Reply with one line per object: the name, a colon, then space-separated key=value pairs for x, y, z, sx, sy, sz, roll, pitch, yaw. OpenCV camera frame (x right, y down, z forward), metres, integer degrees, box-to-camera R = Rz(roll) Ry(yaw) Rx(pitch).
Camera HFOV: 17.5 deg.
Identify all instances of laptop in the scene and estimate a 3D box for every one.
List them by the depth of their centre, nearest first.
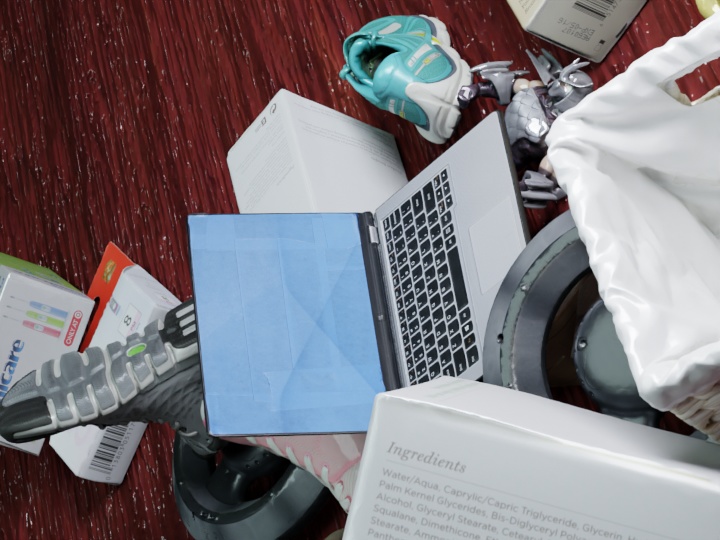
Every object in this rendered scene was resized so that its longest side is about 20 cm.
laptop: x=0.000 y=0.000 z=1.499 sx=0.200 sy=0.116 sz=0.188 roll=-39 pitch=42 yaw=32

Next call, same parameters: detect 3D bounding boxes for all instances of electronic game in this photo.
electronic game: x=0.164 y=0.048 z=1.371 sx=0.199 sy=0.042 sz=0.201 roll=-7 pitch=74 yaw=26
electronic game: x=-0.071 y=0.115 z=1.737 sx=0.200 sy=0.042 sz=0.201 roll=-26 pitch=52 yaw=38

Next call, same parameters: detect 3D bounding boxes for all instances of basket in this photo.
basket: x=0.234 y=-0.024 z=1.209 sx=0.198 sy=0.161 sz=0.200 roll=-33 pitch=47 yaw=20

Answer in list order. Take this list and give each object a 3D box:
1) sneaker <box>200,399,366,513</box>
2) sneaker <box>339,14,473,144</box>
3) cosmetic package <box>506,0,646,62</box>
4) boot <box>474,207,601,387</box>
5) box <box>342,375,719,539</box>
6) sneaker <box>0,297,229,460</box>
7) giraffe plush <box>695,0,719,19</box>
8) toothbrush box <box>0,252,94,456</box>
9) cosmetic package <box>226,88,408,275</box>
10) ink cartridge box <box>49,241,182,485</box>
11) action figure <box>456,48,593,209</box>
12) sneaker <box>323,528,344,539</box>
sneaker: x=-0.024 y=0.126 z=1.601 sx=0.200 sy=0.075 sz=0.105 roll=-6 pitch=72 yaw=26
sneaker: x=0.024 y=-0.154 z=1.708 sx=0.078 sy=0.079 sz=0.200 roll=-65 pitch=19 yaw=8
cosmetic package: x=0.134 y=-0.246 z=1.608 sx=0.104 sy=0.073 sz=0.200 roll=-55 pitch=36 yaw=24
boot: x=0.139 y=-0.006 z=1.486 sx=0.200 sy=0.070 sz=0.147 roll=-6 pitch=63 yaw=54
box: x=0.099 y=0.162 z=1.238 sx=0.199 sy=0.199 sz=0.172 roll=0 pitch=-76 yaw=-77
sneaker: x=-0.156 y=0.105 z=1.693 sx=0.199 sy=0.116 sz=0.075 roll=-23 pitch=34 yaw=6
giraffe plush: x=0.247 y=-0.239 z=1.369 sx=0.173 sy=0.199 sz=0.163 roll=112 pitch=141 yaw=-74
toothbrush box: x=-0.320 y=0.066 z=2.088 sx=0.146 sy=0.086 sz=0.200 roll=-70 pitch=20 yaw=1
cosmetic package: x=-0.018 y=-0.025 z=1.684 sx=0.081 sy=0.113 sz=0.200 roll=-48 pitch=36 yaw=31
ink cartridge box: x=-0.228 y=0.072 z=2.010 sx=0.200 sy=0.057 sz=0.163 roll=35 pitch=103 yaw=52
action figure: x=0.090 y=-0.072 z=1.586 sx=0.200 sy=0.069 sz=0.130 roll=-46 pitch=31 yaw=28
sneaker: x=-0.045 y=0.270 z=1.602 sx=0.075 sy=0.070 sz=0.201 roll=8 pitch=79 yaw=59
